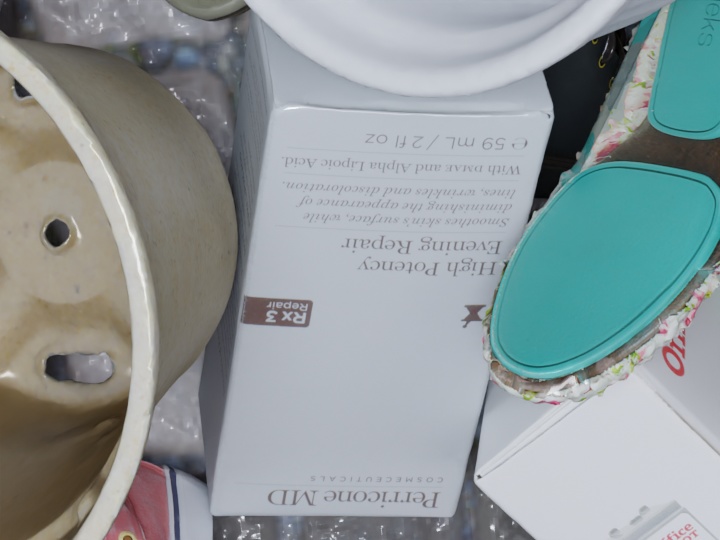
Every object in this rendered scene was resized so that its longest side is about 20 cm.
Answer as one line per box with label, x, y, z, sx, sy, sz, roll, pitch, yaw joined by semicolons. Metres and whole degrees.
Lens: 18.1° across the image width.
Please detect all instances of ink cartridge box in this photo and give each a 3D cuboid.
ink cartridge box;0.142;0.080;0.874;0.200;0.147;0.083;43;117;-16

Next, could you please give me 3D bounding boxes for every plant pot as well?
plant pot;-0.129;0.001;0.723;0.199;0.183;0.202;3;100;14

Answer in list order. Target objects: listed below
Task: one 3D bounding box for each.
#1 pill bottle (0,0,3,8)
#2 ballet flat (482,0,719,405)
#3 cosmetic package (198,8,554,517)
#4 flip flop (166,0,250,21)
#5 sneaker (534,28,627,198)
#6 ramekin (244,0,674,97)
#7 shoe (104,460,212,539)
pill bottle;-0.212;-0.164;0.791;0.112;0.113;0.201;-23;99;-11
ballet flat;0.106;-0.025;0.780;0.075;0.064;0.201;19;63;26
cosmetic package;0.000;0.000;0.826;0.101;0.074;0.201;1;130;-10
flip flop;-0.037;-0.184;0.824;0.081;0.058;0.201;37;119;13
sneaker;0.075;-0.104;0.855;0.105;0.201;0.075;2;50;-21
ramekin;0.041;-0.161;0.711;0.097;0.199;0.202;-18;102;-53
shoe;-0.101;0.136;0.808;0.090;0.201;0.072;20;121;-20
